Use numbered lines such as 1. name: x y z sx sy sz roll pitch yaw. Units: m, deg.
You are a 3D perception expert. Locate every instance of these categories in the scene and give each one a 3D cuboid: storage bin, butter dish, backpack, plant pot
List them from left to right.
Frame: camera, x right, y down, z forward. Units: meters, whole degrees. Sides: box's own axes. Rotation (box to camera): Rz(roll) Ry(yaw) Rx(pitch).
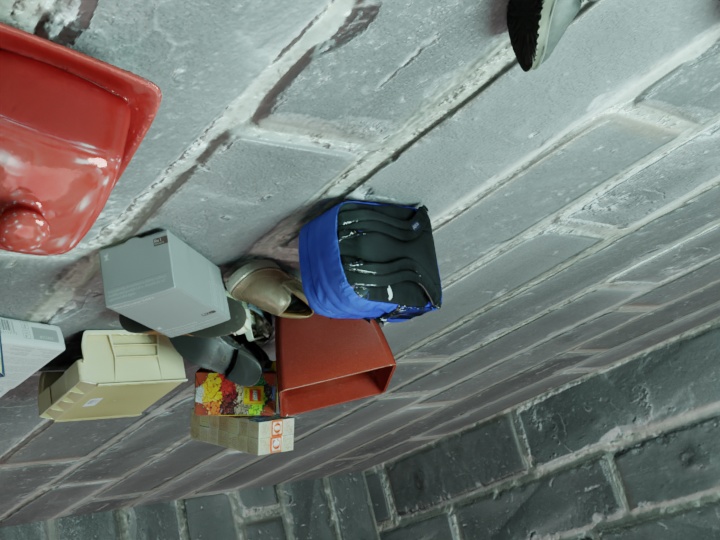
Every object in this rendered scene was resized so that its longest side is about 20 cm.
1. butter dish: -0.288 -0.082 0.742 0.197 0.150 0.200 15 133 -35
2. storage bin: -0.431 0.182 1.501 0.196 0.096 0.199 3 153 -41
3. plant pot: -0.062 0.126 1.505 0.196 0.180 0.200 -11 161 -9
4. backpack: 0.000 0.000 1.234 0.166 0.166 0.198 -26 159 38

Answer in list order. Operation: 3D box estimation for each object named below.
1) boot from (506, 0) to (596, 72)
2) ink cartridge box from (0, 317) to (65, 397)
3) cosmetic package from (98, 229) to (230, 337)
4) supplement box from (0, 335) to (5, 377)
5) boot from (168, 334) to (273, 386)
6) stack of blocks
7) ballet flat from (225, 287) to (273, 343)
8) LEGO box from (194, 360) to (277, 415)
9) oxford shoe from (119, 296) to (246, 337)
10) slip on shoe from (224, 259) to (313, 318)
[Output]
1. boot: 0.249 -0.277 0.837 0.196 0.074 0.182 -20 163 -9
2. ink cartridge box: -0.571 0.141 1.307 0.198 0.051 0.160 -32 157 21
3. cosmetic package: -0.267 0.023 1.205 0.105 0.092 0.200 -16 164 10
4. supplement box: -0.542 0.055 1.002 0.195 0.137 0.201 -11 160 -11
5. boot: -0.240 0.127 1.495 0.070 0.199 0.174 -53 -173 3
6. stack of blocks: -0.210 0.290 1.606 0.197 0.060 0.114 2 180 43
7. ballet flat: -0.193 0.079 1.442 0.073 0.076 0.200 -20 160 13
8. LEGO box: -0.229 0.218 1.635 0.145 0.079 0.200 1 180 -5
9. oxford shoe: -0.265 0.068 1.341 0.195 0.073 0.071 1 171 9
10. slip on shoe: -0.135 0.037 1.352 0.076 0.061 0.199 -41 157 9
